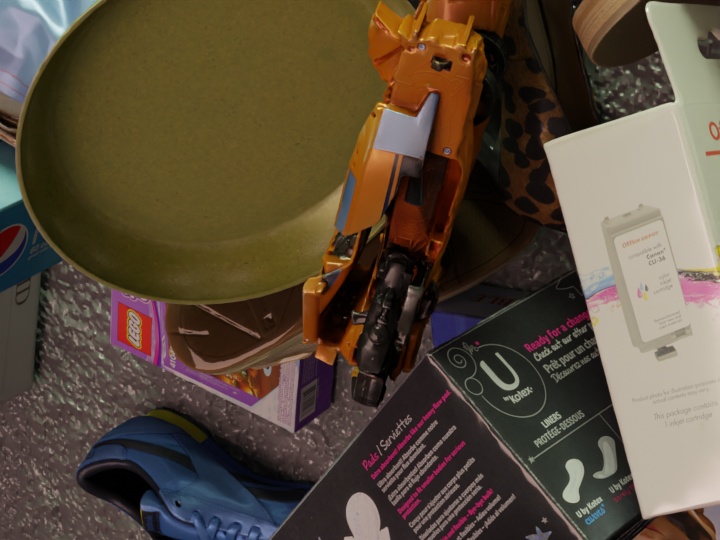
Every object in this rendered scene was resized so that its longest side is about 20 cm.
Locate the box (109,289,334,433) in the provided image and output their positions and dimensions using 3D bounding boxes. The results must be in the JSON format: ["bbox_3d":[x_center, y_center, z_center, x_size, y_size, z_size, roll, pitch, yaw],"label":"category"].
[{"bbox_3d":[-0.072,-0.026,1.061,0.136,0.039,0.201,23,124,27],"label":"box"}]

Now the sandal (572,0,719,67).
[{"bbox_3d":[0.157,-0.173,0.788,0.212,0.077,0.070,-40,65,32],"label":"sandal"}]

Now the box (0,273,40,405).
[{"bbox_3d":[-0.317,-0.014,1.169,0.199,0.171,0.200,26,125,25],"label":"box"}]

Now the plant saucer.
[{"bbox_3d":[-0.060,-0.070,0.891,0.031,0.199,0.201,-112,33,-46],"label":"plant saucer"}]

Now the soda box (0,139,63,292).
[{"bbox_3d":[-0.177,-0.040,0.975,0.068,0.200,0.064,37,129,19],"label":"soda box"}]

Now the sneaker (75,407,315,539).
[{"bbox_3d":[-0.077,0.148,1.124,0.199,0.078,0.066,25,122,25],"label":"sneaker"}]

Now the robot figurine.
[{"bbox_3d":[0.020,-0.040,0.846,0.058,0.145,0.201,18,127,4],"label":"robot figurine"}]

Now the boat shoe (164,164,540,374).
[{"bbox_3d":[0.000,0.000,0.981,0.199,0.065,0.072,-24,76,13],"label":"boat shoe"}]

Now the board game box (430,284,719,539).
[{"bbox_3d":[0.135,0.116,0.966,0.199,0.041,0.201,8,115,35],"label":"board game box"}]

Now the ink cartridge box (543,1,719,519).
[{"bbox_3d":[0.145,-0.007,0.819,0.067,0.116,0.201,-17,84,34],"label":"ink cartridge box"}]

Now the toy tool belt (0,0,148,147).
[{"bbox_3d":[-0.130,-0.116,0.925,0.199,0.125,0.123,24,162,6],"label":"toy tool belt"}]

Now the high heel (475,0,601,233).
[{"bbox_3d":[0.102,-0.111,0.870,0.142,0.071,0.200,42,134,7],"label":"high heel"}]

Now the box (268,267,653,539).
[{"bbox_3d":[0.054,0.112,0.910,0.115,0.132,0.200,50,132,12],"label":"box"}]
